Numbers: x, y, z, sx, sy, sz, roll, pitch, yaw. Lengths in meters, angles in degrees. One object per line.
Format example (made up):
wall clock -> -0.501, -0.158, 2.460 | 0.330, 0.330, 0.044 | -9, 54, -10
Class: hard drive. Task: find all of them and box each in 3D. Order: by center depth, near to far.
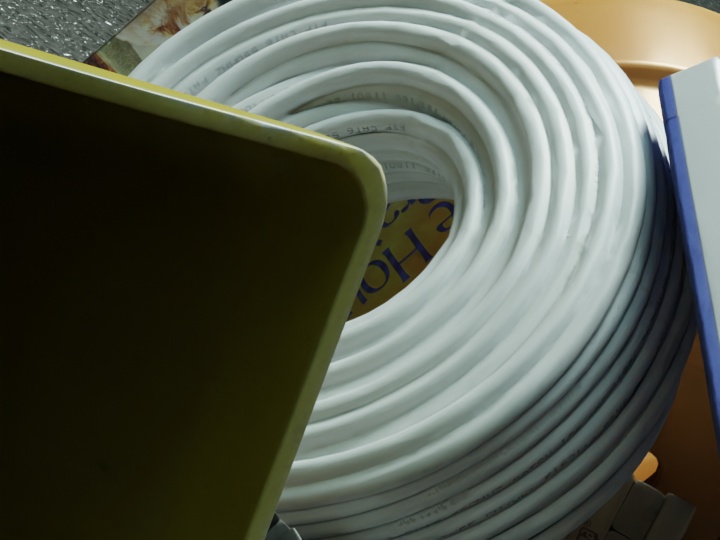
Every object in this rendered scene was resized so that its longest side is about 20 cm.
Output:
hard drive -> 0.122, 0.053, 0.747 | 0.132, 0.025, 0.200 | 57, 20, -36

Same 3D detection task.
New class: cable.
cable -> 0.000, 0.000, 0.817 | 0.199, 0.200, 0.069 | 10, -31, 31

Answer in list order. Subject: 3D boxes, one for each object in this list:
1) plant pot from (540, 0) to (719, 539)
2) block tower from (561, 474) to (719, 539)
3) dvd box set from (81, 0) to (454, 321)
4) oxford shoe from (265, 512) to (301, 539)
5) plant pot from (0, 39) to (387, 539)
plant pot -> 0.084, 0.026, 0.968 | 0.200, 0.200, 0.140 | 21, 34, -19
block tower -> 0.094, 0.103, 0.837 | 0.200, 0.054, 0.058 | 28, -15, 6
dvd box set -> -0.007, -0.044, 0.935 | 0.029, 0.146, 0.200 | 43, 9, -48
oxford shoe -> -0.090, 0.078, 0.752 | 0.200, 0.073, 0.084 | 26, -20, 30
plant pot -> -0.147, 0.023, 0.616 | 0.199, 0.201, 0.176 | 15, 9, -36
